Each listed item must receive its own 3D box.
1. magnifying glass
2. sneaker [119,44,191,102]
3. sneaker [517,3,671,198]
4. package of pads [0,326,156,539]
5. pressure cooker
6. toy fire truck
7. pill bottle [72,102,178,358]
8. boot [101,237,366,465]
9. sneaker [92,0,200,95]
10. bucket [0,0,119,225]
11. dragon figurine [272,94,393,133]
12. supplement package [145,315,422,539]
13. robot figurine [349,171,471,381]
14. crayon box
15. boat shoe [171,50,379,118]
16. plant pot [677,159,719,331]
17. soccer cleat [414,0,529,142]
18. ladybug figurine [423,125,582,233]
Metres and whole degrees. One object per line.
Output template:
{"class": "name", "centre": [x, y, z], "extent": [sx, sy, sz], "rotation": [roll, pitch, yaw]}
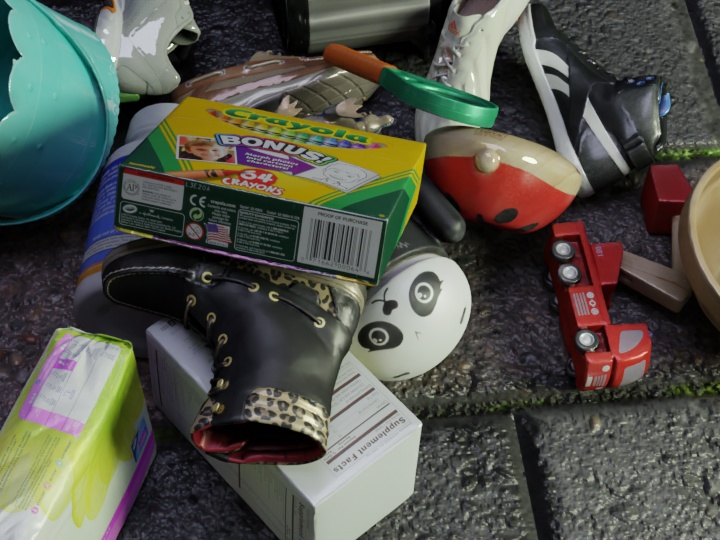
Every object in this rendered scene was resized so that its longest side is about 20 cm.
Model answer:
{"class": "magnifying glass", "centre": [0.037, -0.156, 1.468], "extent": [0.079, 0.023, 0.200], "rotation": [4, 19, -41]}
{"class": "sneaker", "centre": [-0.191, -0.233, 1.625], "extent": [0.083, 0.077, 0.201], "rotation": [14, 64, -2]}
{"class": "sneaker", "centre": [0.217, -0.168, 1.576], "extent": [0.111, 0.073, 0.201], "rotation": [-22, 64, 13]}
{"class": "package of pads", "centre": [-0.219, 0.158, 1.279], "extent": [0.068, 0.155, 0.201], "rotation": [14, 55, 13]}
{"class": "pressure cooker", "centre": [0.015, -0.291, 1.609], "extent": [0.199, 0.176, 0.179], "rotation": [-9, 59, -6]}
{"class": "toy fire truck", "centre": [0.229, 0.006, 1.484], "extent": [0.140, 0.049, 0.201], "rotation": [-5, 55, -9]}
{"class": "pill bottle", "centre": [-0.167, -0.038, 1.453], "extent": [0.111, 0.112, 0.201], "rotation": [6, 54, 1]}
{"class": "boot", "centre": [-0.101, 0.058, 1.276], "extent": [0.199, 0.073, 0.151], "rotation": [10, 54, -2]}
{"class": "sneaker", "centre": [-0.183, -0.239, 1.554], "extent": [0.092, 0.076, 0.201], "rotation": [10, 70, -7]}
{"class": "bucket", "centre": [-0.307, -0.138, 1.452], "extent": [0.135, 0.207, 0.208], "rotation": [13, 36, -52]}
{"class": "dragon figurine", "centre": [-0.055, -0.110, 1.509], "extent": [0.199, 0.099, 0.059], "rotation": [-8, 80, -18]}
{"class": "supplement package", "centre": [-0.060, 0.110, 1.352], "extent": [0.109, 0.114, 0.200], "rotation": [-35, 64, -24]}
{"class": "robot figurine", "centre": [0.000, -0.001, 1.427], "extent": [0.124, 0.151, 0.200], "rotation": [-20, 56, -36]}
{"class": "crayon box", "centre": [-0.063, -0.065, 1.318], "extent": [0.199, 0.059, 0.173], "rotation": [12, 25, 7]}
{"class": "boat shoe", "centre": [-0.077, -0.167, 1.573], "extent": [0.199, 0.076, 0.072], "rotation": [-17, 61, -17]}
{"class": "plant pot", "centre": [0.348, 0.004, 1.456], "extent": [0.200, 0.093, 0.202], "rotation": [7, 56, -11]}
{"class": "soccer cleat", "centre": [0.093, -0.194, 1.561], "extent": [0.069, 0.078, 0.201], "rotation": [24, 89, 27]}
{"class": "ladybug figurine", "centre": [0.114, -0.073, 1.467], "extent": [0.135, 0.200, 0.072], "rotation": [15, 90, 15]}
